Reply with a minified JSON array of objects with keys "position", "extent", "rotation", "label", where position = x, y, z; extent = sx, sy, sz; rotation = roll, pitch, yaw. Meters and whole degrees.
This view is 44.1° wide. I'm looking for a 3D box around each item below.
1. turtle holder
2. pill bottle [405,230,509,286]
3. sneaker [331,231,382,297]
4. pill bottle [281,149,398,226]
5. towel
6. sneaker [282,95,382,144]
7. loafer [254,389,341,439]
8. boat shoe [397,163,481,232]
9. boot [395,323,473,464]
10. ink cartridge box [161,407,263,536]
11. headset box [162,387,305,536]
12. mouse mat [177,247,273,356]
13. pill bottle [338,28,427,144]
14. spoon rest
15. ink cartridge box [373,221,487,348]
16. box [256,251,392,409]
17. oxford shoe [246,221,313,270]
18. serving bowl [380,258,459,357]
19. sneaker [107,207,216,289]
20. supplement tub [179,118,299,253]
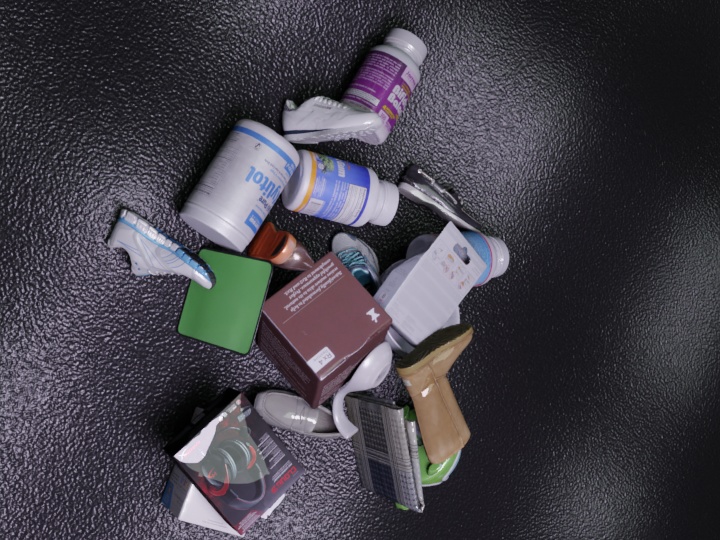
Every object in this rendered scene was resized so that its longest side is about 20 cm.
[{"position":[0.128,0.360,1.710],"extent":[0.132,0.140,0.187],"rotation":[50,37,-57],"label":"turtle holder"},{"position":[0.190,-0.020,1.707],"extent":[0.199,0.108,0.110],"rotation":[-6,95,-40],"label":"pill bottle"},{"position":[0.000,0.000,1.617],"extent":[0.077,0.086,0.201],"rotation":[-29,61,0],"label":"sneaker"},{"position":[-0.035,-0.144,1.627],"extent":[0.199,0.112,0.113],"rotation":[12,87,-26],"label":"pill bottle"},{"position":[0.045,0.328,1.644],"extent":[0.034,0.192,0.202],"rotation":[-16,100,-31],"label":"towel"},{"position":[-0.055,-0.272,1.576],"extent":[0.076,0.199,0.081],"rotation":[4,86,-64],"label":"sneaker"},{"position":[-0.105,0.260,1.610],"extent":[0.199,0.069,0.070],"rotation":[25,70,-40],"label":"loafer"},{"position":[0.165,-0.138,1.749],"extent":[0.199,0.074,0.061],"rotation":[30,84,-15],"label":"boat shoe"},{"position":[0.157,0.217,1.601],"extent":[0.174,0.066,0.201],"rotation":[-30,111,-20],"label":"boot"},{"position":[-0.241,0.333,1.540],"extent":[0.125,0.128,0.201],"rotation":[22,81,-25],"label":"ink cartridge box"},{"position":[-0.197,0.316,1.447],"extent":[0.149,0.075,0.201],"rotation":[-41,107,-20],"label":"headset box"},{"position":[-0.231,0.049,1.500],"extent":[0.008,0.199,0.162],"rotation":[20,83,-49],"label":"mouse mat"},{"position":[0.043,-0.345,1.655],"extent":[0.112,0.112,0.201],"rotation":[34,79,-23],"label":"pill bottle"},{"position":[-0.002,0.206,1.585],"extent":[0.099,0.060,0.201],"rotation":[-25,144,-56],"label":"spoon rest"},{"position":[0.122,0.027,1.587],"extent":[0.201,0.057,0.163],"rotation":[-56,136,-10],"label":"ink cartridge box"},{"position":[-0.067,0.108,1.545],"extent":[0.166,0.200,0.164],"rotation":[-37,76,-21],"label":"box"},{"position":[-0.141,-0.032,1.533],"extent":[0.073,0.200,0.072],"rotation":[34,88,-26],"label":"oxford shoe"},{"position":[0.097,0.081,1.711],"extent":[0.199,0.066,0.202],"rotation":[14,66,-32],"label":"serving bowl"},{"position":[-0.338,-0.017,1.503],"extent":[0.199,0.075,0.087],"rotation":[34,90,-1],"label":"sneaker"},{"position":[-0.206,-0.146,1.534],"extent":[0.132,0.132,0.201],"rotation":[34,78,-23],"label":"supplement tub"}]
